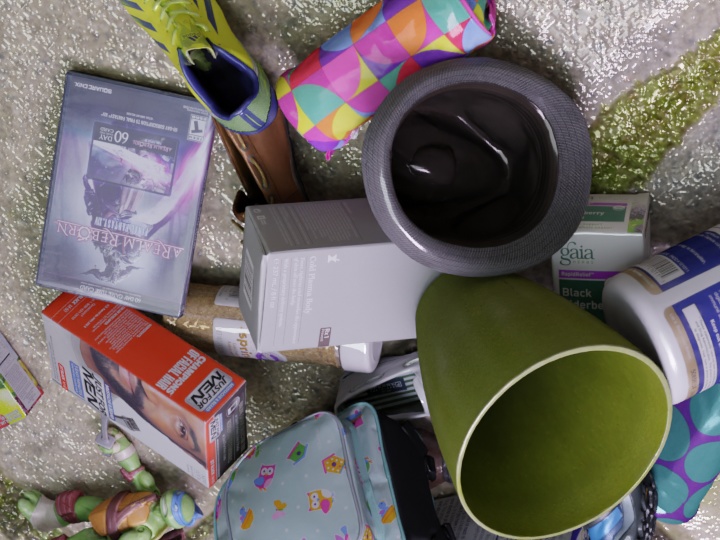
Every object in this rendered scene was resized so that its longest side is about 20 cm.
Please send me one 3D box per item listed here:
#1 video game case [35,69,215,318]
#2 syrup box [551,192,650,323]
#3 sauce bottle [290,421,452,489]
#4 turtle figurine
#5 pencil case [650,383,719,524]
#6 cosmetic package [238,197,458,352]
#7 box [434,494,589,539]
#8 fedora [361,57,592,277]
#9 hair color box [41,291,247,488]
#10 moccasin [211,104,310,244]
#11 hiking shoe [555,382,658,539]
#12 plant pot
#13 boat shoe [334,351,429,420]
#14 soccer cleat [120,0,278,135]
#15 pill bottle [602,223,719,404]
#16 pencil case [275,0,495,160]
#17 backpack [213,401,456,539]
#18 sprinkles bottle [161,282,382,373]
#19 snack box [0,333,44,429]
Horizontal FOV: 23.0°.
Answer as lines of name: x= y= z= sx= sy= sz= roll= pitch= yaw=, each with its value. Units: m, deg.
video game case: x=-0.213 y=-0.069 z=1.600 sx=0.142 sy=0.019 sz=0.201 roll=13 pitch=101 yaw=9
syrup box: x=0.212 y=0.036 z=1.536 sx=0.078 sy=0.082 sz=0.201 roll=1 pitch=119 yaw=13
sauce bottle: x=0.029 y=0.178 z=1.673 sx=0.199 sy=0.065 sz=0.065 roll=2 pitch=118 yaw=16
turtle figurine: x=-0.275 y=0.231 z=1.745 sx=0.193 sy=0.200 sz=0.145 roll=-20 pitch=76 yaw=28
pencil case: x=0.306 y=0.129 z=1.557 sx=0.085 sy=0.092 sz=0.200 roll=46 pitch=127 yaw=28
cosmetic package: x=0.000 y=0.000 z=1.523 sx=0.199 sy=0.090 sz=0.107 roll=-5 pitch=123 yaw=-15
box: x=0.130 y=0.287 z=1.633 sx=0.199 sy=0.184 sz=0.105 roll=-17 pitch=111 yaw=23
fedora: x=0.083 y=-0.085 z=1.461 sx=0.199 sy=0.090 sz=0.178 roll=-2 pitch=94 yaw=-22
hair color box: x=-0.199 y=0.103 z=1.638 sx=0.200 sy=0.064 sz=0.111 roll=30 pitch=145 yaw=21
moccasin: x=-0.085 y=-0.059 z=1.559 sx=0.077 sy=0.074 sz=0.202 roll=-24 pitch=117 yaw=-20
hiking shoe: x=0.211 y=0.193 z=1.538 sx=0.086 sy=0.074 sz=0.201 roll=7 pitch=107 yaw=22
plant pot: x=0.126 y=0.083 z=1.448 sx=0.186 sy=0.200 sz=0.188 roll=-12 pitch=126 yaw=-17
boat shoe: x=0.069 y=0.106 z=1.621 sx=0.199 sy=0.067 sz=0.074 roll=-19 pitch=111 yaw=24
soccer cleat: x=-0.142 y=-0.198 z=1.483 sx=0.065 sy=0.084 sz=0.200 roll=-41 pitch=78 yaw=8
pill bottle: x=0.308 y=0.018 z=1.437 sx=0.199 sy=0.116 sz=0.116 roll=-25 pitch=113 yaw=-11
pencil case: x=0.022 y=-0.178 z=1.471 sx=0.200 sy=0.088 sz=0.088 roll=-34 pitch=105 yaw=27
backpack: x=-0.040 y=0.229 z=1.578 sx=0.200 sy=0.176 sz=0.153 roll=-33 pitch=145 yaw=28
sprinkles bottle: x=-0.080 y=0.051 z=1.633 sx=0.199 sy=0.068 sz=0.069 roll=6 pitch=119 yaw=13
snack box: x=-0.438 y=0.115 z=1.776 sx=0.199 sy=0.053 sz=0.143 roll=-26 pitch=107 yaw=26
